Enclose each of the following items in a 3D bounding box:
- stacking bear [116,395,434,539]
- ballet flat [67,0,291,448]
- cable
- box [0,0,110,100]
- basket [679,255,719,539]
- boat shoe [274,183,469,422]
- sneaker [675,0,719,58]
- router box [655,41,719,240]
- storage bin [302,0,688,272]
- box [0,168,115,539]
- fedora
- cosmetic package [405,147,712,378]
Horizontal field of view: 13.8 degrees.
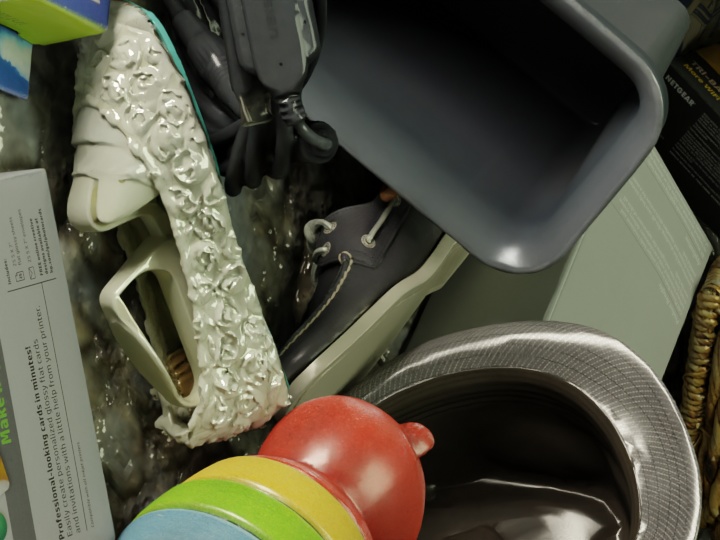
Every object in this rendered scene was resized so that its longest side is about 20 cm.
[{"bbox_3d":[-0.040,0.128,1.242,0.200,0.121,0.114,-47,116,-45],"label":"stacking bear"},{"bbox_3d":[-0.085,-0.013,1.255,0.072,0.072,0.200,-42,118,-49],"label":"ballet flat"},{"bbox_3d":[-0.054,-0.134,1.249,0.051,0.163,0.201,-13,89,-15],"label":"cable"},{"bbox_3d":[-0.150,-0.182,1.203,0.122,0.048,0.201,21,67,-51],"label":"box"},{"bbox_3d":[0.224,0.063,1.638,0.149,0.143,0.200,42,31,0],"label":"basket"},{"bbox_3d":[0.000,0.000,1.397,0.063,0.073,0.200,36,48,8],"label":"boat shoe"},{"bbox_3d":[0.181,-0.141,1.646,0.200,0.075,0.088,-55,128,-43],"label":"sneaker"},{"bbox_3d":[0.248,-0.038,1.600,0.200,0.052,0.157,48,31,11],"label":"router box"},{"bbox_3d":[0.050,-0.110,1.367,0.200,0.146,0.134,40,31,3],"label":"storage bin"},{"bbox_3d":[-0.181,0.053,1.126,0.200,0.041,0.156,-17,98,-54],"label":"box"},{"bbox_3d":[0.059,0.122,1.354,0.177,0.200,0.090,63,-1,26],"label":"fedora"},{"bbox_3d":[0.097,0.026,1.491,0.107,0.090,0.200,58,45,-33],"label":"cosmetic package"}]
